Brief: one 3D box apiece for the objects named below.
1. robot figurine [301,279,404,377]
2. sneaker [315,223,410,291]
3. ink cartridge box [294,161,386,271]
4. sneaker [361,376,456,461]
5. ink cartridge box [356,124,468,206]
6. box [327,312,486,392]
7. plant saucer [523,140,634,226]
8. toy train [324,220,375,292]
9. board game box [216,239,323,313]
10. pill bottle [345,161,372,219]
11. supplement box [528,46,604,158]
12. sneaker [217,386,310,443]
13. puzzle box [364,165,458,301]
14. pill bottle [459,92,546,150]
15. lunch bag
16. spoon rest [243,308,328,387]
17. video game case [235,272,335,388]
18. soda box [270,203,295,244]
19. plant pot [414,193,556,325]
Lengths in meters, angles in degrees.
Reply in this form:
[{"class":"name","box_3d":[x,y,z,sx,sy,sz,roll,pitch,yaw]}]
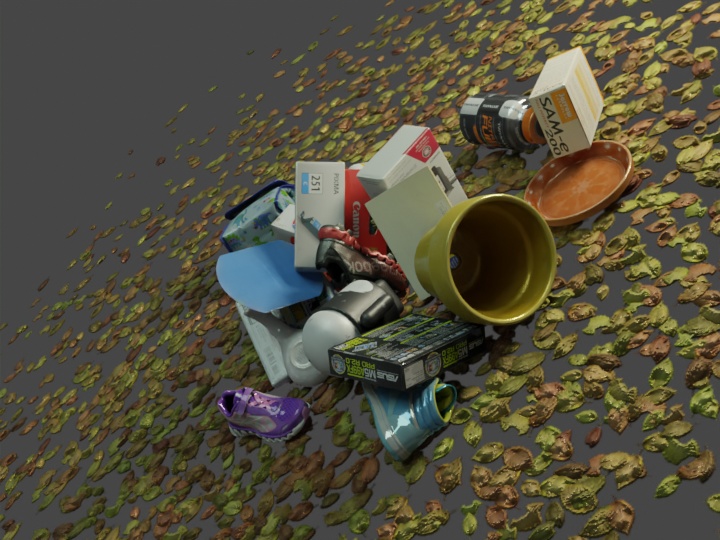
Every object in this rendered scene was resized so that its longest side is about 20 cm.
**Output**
[{"class":"robot figurine","box_3d":[-0.010,0.097,1.596,0.124,0.151,0.200,22,39,28]},{"class":"sneaker","box_3d":[0.000,0.000,1.688,0.071,0.199,0.099,-16,49,58]},{"class":"ink cartridge box","box_3d":[-0.035,-0.099,1.749,0.174,0.202,0.045,1,-9,-5]},{"class":"sneaker","box_3d":[0.079,0.187,1.446,0.130,0.080,0.201,-34,39,10]},{"class":"ink cartridge box","box_3d":[0.105,-0.146,1.756,0.145,0.201,0.083,-48,35,-20]},{"class":"box","box_3d":[0.074,0.123,1.462,0.159,0.045,0.199,6,19,45]},{"class":"plant saucer","box_3d":[0.378,-0.147,1.630,0.199,0.032,0.201,-27,32,19]},{"class":"toy train","box_3d":[-0.020,-0.029,1.883,0.150,0.056,0.200,26,59,37]},{"class":"board game box","box_3d":[-0.167,0.022,1.737,0.199,0.039,0.158,-17,52,-33]},{"class":"pill bottle","box_3d":[0.039,-0.160,1.853,0.198,0.113,0.112,-12,23,-20]},{"class":"supplement box","box_3d":[0.379,-0.310,1.725,0.073,0.127,0.200,-17,23,31]},{"class":"sneaker","box_3d":[-0.175,0.241,1.633,0.199,0.089,0.081,-7,40,40]},{"class":"puzzle box","box_3d":[0.112,-0.064,1.649,0.132,0.201,0.025,-30,2,11]},{"class":"pill bottle","box_3d":[0.292,-0.291,1.848,0.106,0.106,0.199,-46,30,-15]},{"class":"lunch bag","box_3d":[-0.216,-0.115,2.148,0.169,0.128,0.200,-31,17,15]},{"class":"spoon rest","box_3d":[-0.124,0.128,1.705,0.200,0.061,0.100,41,89,23]},{"class":"video game case","box_3d":[-0.125,0.090,1.764,0.182,0.022,0.201,-34,58,7]},{"class":"soda box","box_3d":[-0.078,-0.064,1.853,0.199,0.064,0.068,19,55,35]},{"class":"plant pot","box_3d":[0.183,-0.016,1.516,0.201,0.201,0.189,-46,15,-15]}]
